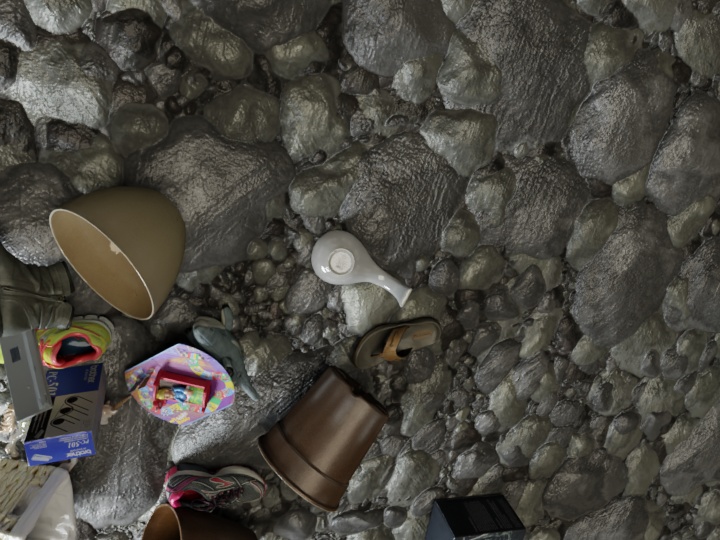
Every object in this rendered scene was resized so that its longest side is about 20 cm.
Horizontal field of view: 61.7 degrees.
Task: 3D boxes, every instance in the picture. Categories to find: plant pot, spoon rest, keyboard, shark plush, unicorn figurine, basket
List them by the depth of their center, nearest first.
[{"bbox_3d":[-0.342,-0.047,0.912,0.135,0.197,0.203,-49,125,-35],"label":"plant pot"},{"bbox_3d":[-0.521,0.126,0.924,0.055,0.011,0.204,-23,72,-1],"label":"keyboard"},{"bbox_3d":[-0.569,0.432,1.005,0.120,0.137,0.204,13,123,1],"label":"basket"},{"bbox_3d":[-0.510,0.273,1.028,0.196,0.074,0.140,18,108,-27],"label":"unicorn figurine"},{"bbox_3d":[-0.246,0.163,1.071,0.089,0.083,0.204,-20,116,-10],"label":"shark plush"},{"bbox_3d":[0.000,0.000,1.116,0.197,0.061,0.101,29,99,-13],"label":"spoon rest"},{"bbox_3d":[-0.060,0.304,1.143,0.199,0.200,0.200,39,87,-28],"label":"plant pot"},{"bbox_3d":[-0.302,0.558,1.171,0.197,0.187,0.190,19,105,-39],"label":"plant pot"}]

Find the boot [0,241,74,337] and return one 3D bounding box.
[{"bbox_3d":[-0.515,0.000,0.920,0.128,0.067,0.206,-10,92,-39],"label":"boot"}]

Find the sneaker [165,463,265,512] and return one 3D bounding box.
[{"bbox_3d":[-0.281,0.434,1.173,0.195,0.075,0.082,9,108,-23],"label":"sneaker"}]

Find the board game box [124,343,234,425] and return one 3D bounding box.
[{"bbox_3d":[-0.317,0.217,1.047,0.197,0.039,0.159,-25,119,21],"label":"board game box"}]

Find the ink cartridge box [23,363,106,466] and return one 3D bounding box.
[{"bbox_3d":[-0.460,0.220,0.952,0.092,0.200,0.045,-6,112,-16],"label":"ink cartridge box"}]

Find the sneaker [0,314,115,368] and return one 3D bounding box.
[{"bbox_3d":[-0.500,0.118,0.960,0.195,0.091,0.080,-7,115,-15],"label":"sneaker"}]

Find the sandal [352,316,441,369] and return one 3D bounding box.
[{"bbox_3d":[0.078,0.149,1.195,0.195,0.055,0.084,-11,114,-15],"label":"sandal"}]

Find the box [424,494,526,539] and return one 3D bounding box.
[{"bbox_3d":[0.262,0.658,1.429,0.191,0.124,0.205,3,110,-18],"label":"box"}]
